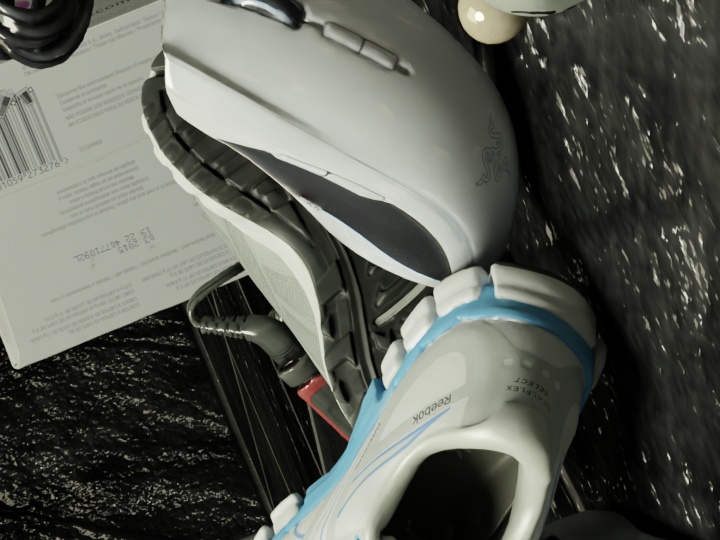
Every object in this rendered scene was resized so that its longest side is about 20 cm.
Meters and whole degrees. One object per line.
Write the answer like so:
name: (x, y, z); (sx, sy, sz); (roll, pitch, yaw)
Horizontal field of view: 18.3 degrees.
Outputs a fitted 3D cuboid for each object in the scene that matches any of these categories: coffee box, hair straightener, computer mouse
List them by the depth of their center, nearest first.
computer mouse: (-0.019, -0.068, 0.636); (0.200, 0.110, 0.044); (33, 148, -26)
hair straightener: (-0.002, 0.053, 0.875); (0.200, 0.041, 0.077); (38, -164, -38)
coffee box: (-0.185, -0.092, 1.494); (0.198, 0.199, 0.201); (-123, 13, -63)

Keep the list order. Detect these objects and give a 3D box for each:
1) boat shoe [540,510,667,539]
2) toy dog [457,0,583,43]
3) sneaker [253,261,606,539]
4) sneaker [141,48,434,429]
boat shoe: (0.083, 0.123, 0.666); (0.071, 0.072, 0.200); (62, -176, -5)
toy dog: (-0.017, -0.113, 0.534); (0.201, 0.131, 0.097); (-105, 23, -44)
sneaker: (0.008, 0.094, 0.673); (0.087, 0.075, 0.201); (-78, 10, -57)
sneaker: (0.000, 0.000, 0.796); (0.200, 0.074, 0.079); (54, 175, 12)
